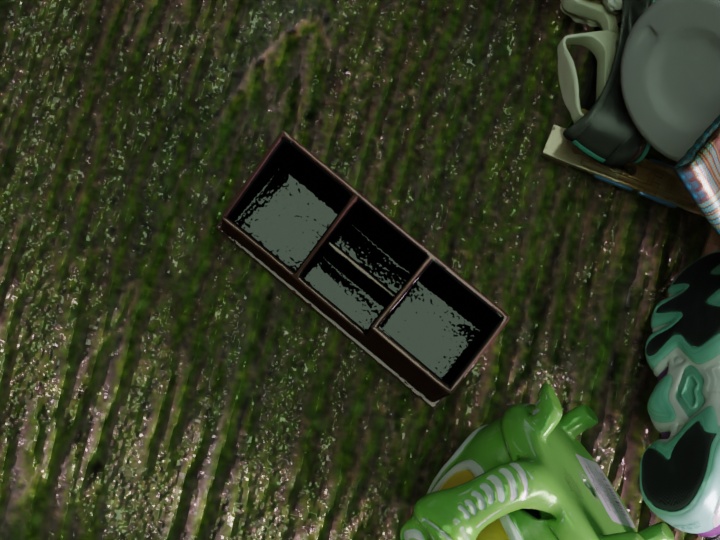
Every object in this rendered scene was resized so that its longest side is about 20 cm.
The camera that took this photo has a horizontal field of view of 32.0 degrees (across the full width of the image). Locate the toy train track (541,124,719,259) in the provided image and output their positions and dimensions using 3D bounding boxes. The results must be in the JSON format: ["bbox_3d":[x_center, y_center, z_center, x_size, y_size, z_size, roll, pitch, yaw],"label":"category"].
[{"bbox_3d":[0.227,-0.057,0.905,0.199,0.033,0.115,21,86,5],"label":"toy train track"}]

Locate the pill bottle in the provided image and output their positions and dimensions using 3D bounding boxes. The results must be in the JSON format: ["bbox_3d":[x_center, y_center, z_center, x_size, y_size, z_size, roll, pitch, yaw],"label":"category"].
[{"bbox_3d":[0.277,-0.144,0.845,0.199,0.114,0.115,-19,81,-40],"label":"pill bottle"}]

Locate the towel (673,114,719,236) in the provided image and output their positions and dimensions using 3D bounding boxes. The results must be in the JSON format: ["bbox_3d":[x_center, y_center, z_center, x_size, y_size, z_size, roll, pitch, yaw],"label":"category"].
[{"bbox_3d":[0.288,-0.046,0.773,0.147,0.022,0.200,-48,120,-8],"label":"towel"}]

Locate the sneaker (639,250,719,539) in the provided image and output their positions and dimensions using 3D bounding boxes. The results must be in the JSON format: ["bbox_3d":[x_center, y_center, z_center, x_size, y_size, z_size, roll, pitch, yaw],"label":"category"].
[{"bbox_3d":[0.257,0.098,0.852,0.140,0.078,0.201,34,61,-32],"label":"sneaker"}]

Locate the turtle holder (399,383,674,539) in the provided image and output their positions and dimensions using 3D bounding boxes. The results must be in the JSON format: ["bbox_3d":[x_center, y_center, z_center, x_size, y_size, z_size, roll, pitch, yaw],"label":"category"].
[{"bbox_3d":[0.103,0.165,0.779,0.132,0.185,0.141,-36,91,16],"label":"turtle holder"}]

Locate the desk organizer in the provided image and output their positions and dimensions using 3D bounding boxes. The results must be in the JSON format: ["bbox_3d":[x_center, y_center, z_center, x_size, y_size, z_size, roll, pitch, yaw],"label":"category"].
[{"bbox_3d":[0.000,0.000,0.848,0.200,0.077,0.072,39,79,2],"label":"desk organizer"}]

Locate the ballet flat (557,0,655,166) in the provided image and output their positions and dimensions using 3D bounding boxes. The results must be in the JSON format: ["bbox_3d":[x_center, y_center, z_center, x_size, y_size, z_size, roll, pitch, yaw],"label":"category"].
[{"bbox_3d":[0.176,-0.170,0.884,0.068,0.068,0.201,13,66,-10],"label":"ballet flat"}]
